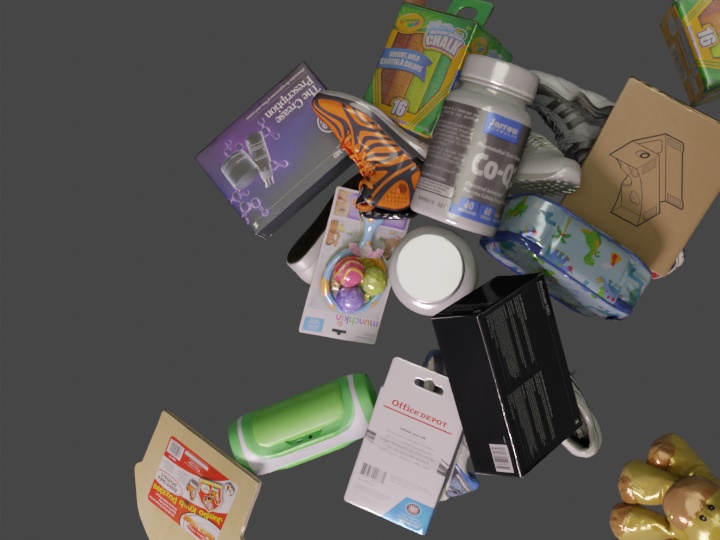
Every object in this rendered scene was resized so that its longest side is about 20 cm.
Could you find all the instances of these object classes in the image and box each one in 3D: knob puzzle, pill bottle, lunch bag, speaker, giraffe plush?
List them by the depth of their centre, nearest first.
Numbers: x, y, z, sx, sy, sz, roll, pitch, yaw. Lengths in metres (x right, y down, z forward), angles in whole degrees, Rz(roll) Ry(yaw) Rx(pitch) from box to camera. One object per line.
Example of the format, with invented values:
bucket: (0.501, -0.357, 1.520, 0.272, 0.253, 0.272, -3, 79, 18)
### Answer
pill bottle: (0.143, -0.152, 1.358, 0.113, 0.114, 0.202, 19, 96, 8)
giraffe plush: (0.421, 0.306, 1.383, 0.198, 0.162, 0.175, 16, 89, 8)
lunch bag: (0.256, -0.015, 1.409, 0.199, 0.161, 0.083, 32, 84, -13)
pill bottle: (0.095, 0.002, 1.423, 0.111, 0.200, 0.114, 0, 87, 7)
speaker: (-0.073, 0.207, 1.493, 0.198, 0.088, 0.089, -21, 84, 6)
knob puzzle: (-0.228, 0.318, 1.518, 0.217, 0.030, 0.223, 5, 99, 29)

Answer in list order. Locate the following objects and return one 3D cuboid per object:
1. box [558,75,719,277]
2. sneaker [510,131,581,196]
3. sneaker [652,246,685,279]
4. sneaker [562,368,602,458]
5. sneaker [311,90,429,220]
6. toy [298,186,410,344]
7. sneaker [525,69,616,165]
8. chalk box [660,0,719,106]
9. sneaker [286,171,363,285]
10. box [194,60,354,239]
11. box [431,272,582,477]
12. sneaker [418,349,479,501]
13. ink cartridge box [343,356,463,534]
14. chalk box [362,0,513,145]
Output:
box: (0.355, -0.113, 1.374, 0.162, 0.021, 0.201, 28, 115, 3)
sneaker: (0.219, -0.139, 1.422, 0.076, 0.200, 0.081, 18, 88, -22)
sneaker: (0.349, -0.075, 1.432, 0.084, 0.077, 0.201, -27, 104, 2)
sneaker: (0.249, 0.156, 1.453, 0.074, 0.088, 0.201, -39, 81, 5)
sneaker: (0.006, -0.139, 1.412, 0.199, 0.078, 0.113, 33, 75, 1)
toy: (0.000, 0.000, 1.472, 0.114, 0.047, 0.202, 11, 99, -22)
sneaker: (0.267, -0.184, 1.473, 0.198, 0.075, 0.115, 23, 87, 5)
chalk box: (0.504, -0.309, 1.418, 0.198, 0.124, 0.126, -21, 85, 6)
sneaker: (-0.010, -0.059, 1.520, 0.200, 0.073, 0.085, -48, 118, -6)
box: (-0.104, -0.162, 1.522, 0.200, 0.079, 0.141, -41, 85, 4)
box: (0.178, 0.123, 1.332, 0.078, 0.140, 0.202, -4, 106, 47)
sneaker: (0.121, 0.203, 1.480, 0.084, 0.077, 0.203, -4, 95, 1)
ink cartridge box: (0.067, 0.214, 1.413, 0.115, 0.067, 0.202, 21, 101, 12)
chalk box: (0.109, -0.267, 1.457, 0.124, 0.123, 0.202, 22, 91, 33)
